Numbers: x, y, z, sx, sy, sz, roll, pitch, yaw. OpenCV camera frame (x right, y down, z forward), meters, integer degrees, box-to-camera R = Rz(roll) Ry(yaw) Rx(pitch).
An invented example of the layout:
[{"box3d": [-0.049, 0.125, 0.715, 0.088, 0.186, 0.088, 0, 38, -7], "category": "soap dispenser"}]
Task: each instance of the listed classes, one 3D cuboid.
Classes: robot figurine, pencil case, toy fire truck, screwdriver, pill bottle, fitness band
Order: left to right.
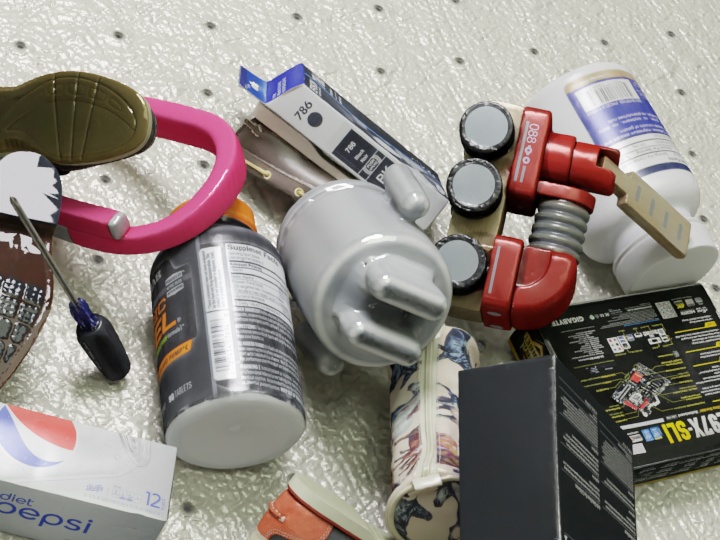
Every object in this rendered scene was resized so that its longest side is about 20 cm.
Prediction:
[{"box3d": [-0.211, 0.011, 1.283, 0.028, 0.200, 0.029, -30, 42, -6], "category": "screwdriver"}, {"box3d": [-0.182, -0.079, 1.393, 0.200, 0.038, 0.144, 17, 53, 35], "category": "fitness band"}, {"box3d": [-0.104, 0.040, 1.354, 0.106, 0.106, 0.201, 7, 52, -22], "category": "pill bottle"}, {"box3d": [0.000, 0.000, 1.387, 0.113, 0.170, 0.200, 27, 14, -27], "category": "robot figurine"}, {"box3d": [0.056, 0.123, 1.355, 0.078, 0.090, 0.200, -18, 33, 13], "category": "pencil case"}, {"box3d": [0.170, -0.031, 1.472, 0.199, 0.129, 0.177, 11, 77, 9], "category": "toy fire truck"}, {"box3d": [0.234, -0.076, 1.607, 0.119, 0.120, 0.200, -8, 59, -31], "category": "pill bottle"}]

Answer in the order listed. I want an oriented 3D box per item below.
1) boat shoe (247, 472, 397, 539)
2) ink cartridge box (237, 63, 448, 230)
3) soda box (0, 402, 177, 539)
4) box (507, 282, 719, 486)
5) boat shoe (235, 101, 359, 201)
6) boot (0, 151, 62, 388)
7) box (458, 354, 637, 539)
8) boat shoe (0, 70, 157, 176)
[{"box3d": [0.011, 0.224, 1.295, 0.200, 0.063, 0.071, 36, 1, -18], "category": "boat shoe"}, {"box3d": [-0.015, -0.117, 1.512, 0.200, 0.039, 0.099, 37, 12, -13], "category": "ink cartridge box"}, {"box3d": [-0.232, 0.140, 1.237, 0.199, 0.068, 0.064, 16, 49, -14], "category": "soda box"}, {"box3d": [0.244, 0.098, 1.523, 0.199, 0.049, 0.160, -9, 61, -32], "category": "box"}, {"box3d": [-0.025, -0.058, 1.504, 0.200, 0.060, 0.072, 40, 7, 2], "category": "boat shoe"}, {"box3d": [-0.266, 0.020, 1.312, 0.074, 0.097, 0.201, 19, 60, -12], "category": "boot"}, {"box3d": [0.138, 0.163, 1.287, 0.200, 0.079, 0.142, 44, 39, -57], "category": "box"}, {"box3d": [-0.236, -0.108, 1.368, 0.066, 0.200, 0.072, 23, 68, -63], "category": "boat shoe"}]
